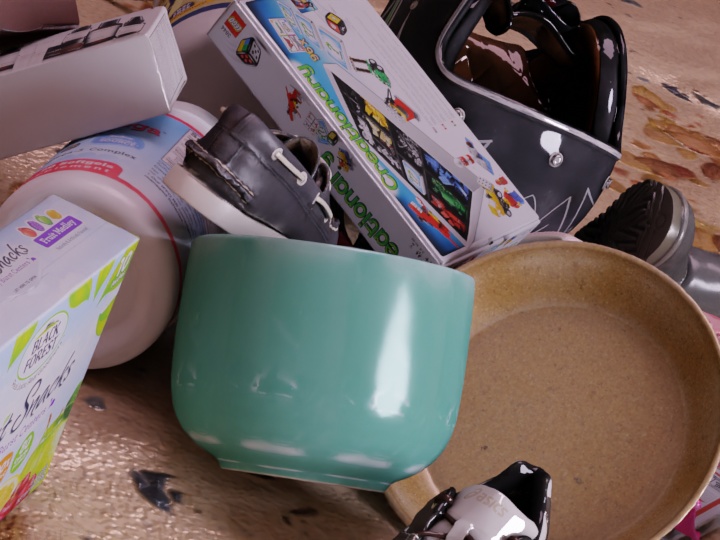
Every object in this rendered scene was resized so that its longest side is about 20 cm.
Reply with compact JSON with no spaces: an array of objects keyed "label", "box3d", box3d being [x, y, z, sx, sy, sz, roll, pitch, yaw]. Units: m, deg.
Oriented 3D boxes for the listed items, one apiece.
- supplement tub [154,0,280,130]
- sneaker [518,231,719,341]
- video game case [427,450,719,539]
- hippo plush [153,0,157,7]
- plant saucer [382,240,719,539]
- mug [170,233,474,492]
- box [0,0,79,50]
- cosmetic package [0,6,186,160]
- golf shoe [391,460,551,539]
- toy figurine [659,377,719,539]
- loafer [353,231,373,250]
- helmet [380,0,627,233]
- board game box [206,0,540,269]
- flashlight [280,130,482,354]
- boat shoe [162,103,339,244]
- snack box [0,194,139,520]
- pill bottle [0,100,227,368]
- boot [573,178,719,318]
[{"label":"supplement tub","box3d":[-0.076,-0.131,1.448,0.143,0.145,0.200,20,23,-9]},{"label":"sneaker","box3d":[0.161,0.037,1.368,0.199,0.076,0.105,29,-1,29]},{"label":"video game case","box3d":[0.128,0.119,1.269,0.143,0.018,0.199,35,26,25]},{"label":"hippo plush","box3d":[-0.076,-0.222,1.619,0.158,0.162,0.200,10,27,-28]},{"label":"plant saucer","box3d":[0.102,0.080,1.180,0.200,0.200,0.036,37,-15,29]},{"label":"mug","box3d":[-0.022,0.053,1.132,0.150,0.116,0.185,8,-6,1]},{"label":"box","box3d":[-0.271,-0.154,1.274,0.199,0.076,0.100,-8,2,37]},{"label":"cosmetic package","box3d":[-0.202,-0.095,1.228,0.198,0.051,0.083,-15,15,6]},{"label":"golf shoe","box3d":[0.032,0.145,1.028,0.077,0.095,0.200,31,26,15]},{"label":"toy figurine","box3d":[0.248,0.095,1.226,0.183,0.152,0.199,-7,-5,-34]},{"label":"loafer","box3d":[0.060,0.019,1.329,0.068,0.071,0.200,2,25,-38]},{"label":"helmet","box3d":[0.083,-0.101,1.472,0.198,0.200,0.192,15,65,-18]},{"label":"board game box","box3d":[0.010,-0.085,1.297,0.201,0.035,0.126,53,34,10]},{"label":"flashlight","box3d":[0.000,0.000,1.296,0.068,0.068,0.200,-32,57,-20]},{"label":"boat shoe","box3d":[-0.045,-0.048,1.183,0.074,0.061,0.200,39,6,19]},{"label":"snack box","box3d":[-0.175,0.062,0.948,0.053,0.143,0.200,26,24,7]},{"label":"pill bottle","box3d":[-0.131,-0.030,1.228,0.108,0.109,0.200,24,23,2]},{"label":"boot","box3d":[0.255,0.009,1.490,0.199,0.073,0.182,22,-12,-12]}]
